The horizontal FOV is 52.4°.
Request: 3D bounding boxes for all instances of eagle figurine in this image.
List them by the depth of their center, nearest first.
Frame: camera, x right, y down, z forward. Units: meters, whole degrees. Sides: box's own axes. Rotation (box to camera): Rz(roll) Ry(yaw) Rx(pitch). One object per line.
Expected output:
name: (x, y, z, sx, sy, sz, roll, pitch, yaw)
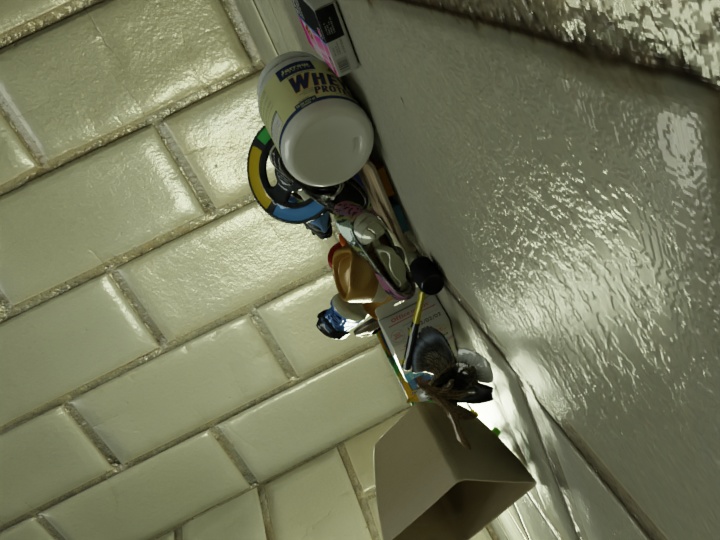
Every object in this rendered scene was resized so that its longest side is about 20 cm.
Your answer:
eagle figurine: (0.142, 0.179, 1.192, 0.200, 0.151, 0.152, -39, -47, -73)

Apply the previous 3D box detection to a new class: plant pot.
plant pot: (0.138, 0.338, 1.249, 0.200, 0.200, 0.177, 16, -145, -39)

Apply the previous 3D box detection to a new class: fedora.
fedora: (0.000, 0.000, 1.347, 0.201, 0.082, 0.201, 172, 90, -66)

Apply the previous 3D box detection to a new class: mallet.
mallet: (0.089, 0.070, 1.184, 0.066, 0.041, 0.200, -111, 27, -50)

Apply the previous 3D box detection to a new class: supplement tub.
supplement tub: (-0.077, -0.240, 1.136, 0.200, 0.145, 0.145, 61, 176, 43)

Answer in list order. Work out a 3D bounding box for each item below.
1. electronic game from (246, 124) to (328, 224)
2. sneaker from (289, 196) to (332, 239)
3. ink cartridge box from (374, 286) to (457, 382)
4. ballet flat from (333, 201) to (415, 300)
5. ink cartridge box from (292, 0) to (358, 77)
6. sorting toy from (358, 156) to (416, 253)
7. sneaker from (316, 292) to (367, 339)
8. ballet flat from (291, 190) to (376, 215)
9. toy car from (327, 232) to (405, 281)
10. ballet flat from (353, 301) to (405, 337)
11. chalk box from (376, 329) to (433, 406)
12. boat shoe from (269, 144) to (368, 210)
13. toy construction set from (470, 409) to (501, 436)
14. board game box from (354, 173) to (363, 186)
electronic game: (-0.121, -0.184, 1.332, 0.200, 0.200, 0.042, 63, -154, 5)
sneaker: (-0.106, -0.120, 1.549, 0.200, 0.071, 0.083, -127, 16, -59)
ink cartridge box: (0.106, 0.118, 1.347, 0.068, 0.115, 0.200, 61, 177, 34)
ballet flat: (0.032, -0.037, 1.218, 0.200, 0.069, 0.071, 55, 161, -6)
ink cartridge box: (-0.059, -0.345, 1.003, 0.200, 0.037, 0.095, -117, 2, -52)
sorting toy: (0.030, -0.142, 1.264, 0.200, 0.036, 0.185, 60, 180, -30)
sneaker: (-0.046, 0.101, 1.538, 0.077, 0.111, 0.200, 53, -170, 7)
ballet flat: (-0.054, -0.133, 1.416, 0.071, 0.200, 0.069, -82, 15, -57)
toy car: (0.008, -0.021, 1.529, 0.175, 0.150, 0.200, 61, 177, 34)
ballet flat: (0.064, 0.102, 1.497, 0.067, 0.200, 0.046, -31, -89, -55)
chalk box: (0.133, 0.204, 1.555, 0.200, 0.124, 0.125, 65, 178, -26)
boat shoe: (-0.064, -0.153, 1.249, 0.200, 0.074, 0.060, 35, -175, -25)
toy construction set: (0.227, 0.341, 1.407, 0.131, 0.092, 0.200, 34, 170, 29)
board game box: (-0.066, -0.230, 1.535, 0.160, 0.097, 0.200, 64, 177, -16)
